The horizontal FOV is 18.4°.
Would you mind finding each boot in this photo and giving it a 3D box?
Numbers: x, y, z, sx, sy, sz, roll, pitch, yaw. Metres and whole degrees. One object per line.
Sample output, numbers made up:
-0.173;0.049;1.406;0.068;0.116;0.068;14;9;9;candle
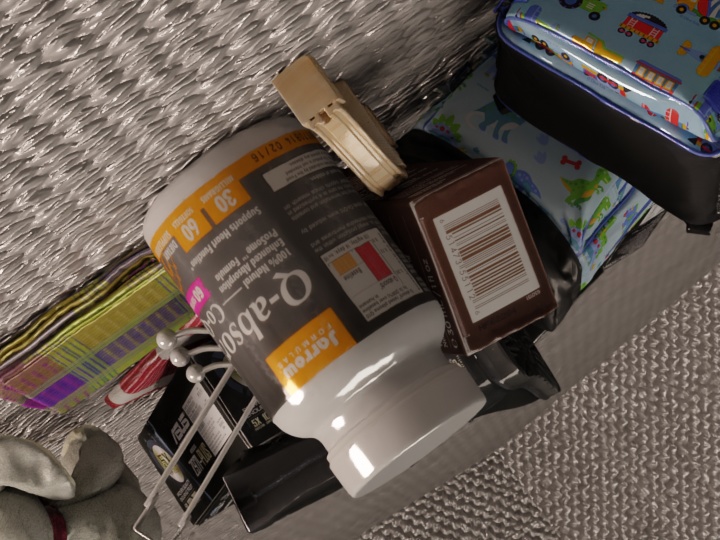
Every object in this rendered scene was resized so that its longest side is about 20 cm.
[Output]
0.021;0.101;1.432;0.200;0.066;0.165;-34;164;11;boot

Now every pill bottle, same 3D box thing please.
-0.024;0.021;1.260;0.116;0.200;0.116;-35;169;-8;pill bottle

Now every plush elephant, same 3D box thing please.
-0.227;0.187;1.545;0.200;0.155;0.165;12;-96;60;plush elephant

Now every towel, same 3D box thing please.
-0.085;0.029;1.609;0.200;0.023;0.144;-43;167;35;towel
-0.160;0.037;1.395;0.144;0.023;0.200;-36;171;-1;towel

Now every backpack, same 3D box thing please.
0.132;-0.091;1.422;0.200;0.163;0.154;-38;158;-29;backpack
0.195;-0.151;1.292;0.200;0.182;0.135;-47;157;-18;backpack

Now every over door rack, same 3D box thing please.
-0.102;0.090;1.445;0.148;0.067;0.200;70;39;-78;over door rack

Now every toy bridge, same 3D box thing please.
-0.001;-0.075;1.277;0.027;0.067;0.200;-37;170;5;toy bridge

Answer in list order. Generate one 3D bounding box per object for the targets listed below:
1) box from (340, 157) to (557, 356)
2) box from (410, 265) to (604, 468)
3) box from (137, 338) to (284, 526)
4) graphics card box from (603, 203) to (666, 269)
0.025;-0.009;1.359;0.075;0.100;0.200;-27;-168;-24;box
0.082;0.057;1.593;0.193;0.048;0.200;-43;180;-3;box
-0.062;0.091;1.660;0.164;0.086;0.200;-30;169;-25;box
0.179;-0.082;1.674;0.051;0.126;0.200;-31;169;-9;graphics card box
